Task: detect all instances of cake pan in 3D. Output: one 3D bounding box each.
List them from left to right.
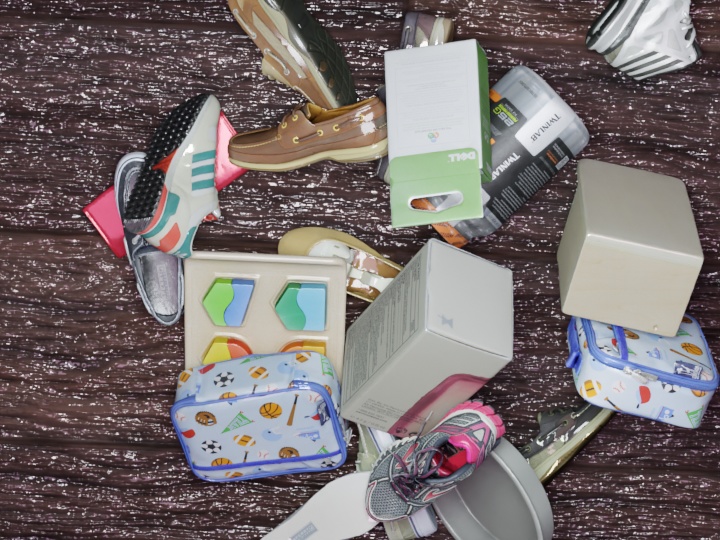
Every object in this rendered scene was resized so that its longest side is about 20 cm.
[{"bbox_3d":[0.147,0.258,1.662,0.037,0.200,0.200,-30,97,-30],"label":"cake pan"}]

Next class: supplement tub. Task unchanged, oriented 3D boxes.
[{"bbox_3d":[0.149,-0.124,1.640,0.200,0.123,0.123,-44,95,4],"label":"supplement tub"}]

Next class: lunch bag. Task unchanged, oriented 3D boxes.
[{"bbox_3d":[-0.109,0.174,1.667,0.200,0.076,0.160,-6,129,8],"label":"lunch bag"},{"bbox_3d":[0.307,0.095,1.620,0.160,0.200,0.076,16,112,-4],"label":"lunch bag"}]

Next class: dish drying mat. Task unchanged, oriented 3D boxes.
[{"bbox_3d":[-0.222,-0.100,1.692,0.200,0.018,0.077,-35,98,2],"label":"dish drying mat"}]

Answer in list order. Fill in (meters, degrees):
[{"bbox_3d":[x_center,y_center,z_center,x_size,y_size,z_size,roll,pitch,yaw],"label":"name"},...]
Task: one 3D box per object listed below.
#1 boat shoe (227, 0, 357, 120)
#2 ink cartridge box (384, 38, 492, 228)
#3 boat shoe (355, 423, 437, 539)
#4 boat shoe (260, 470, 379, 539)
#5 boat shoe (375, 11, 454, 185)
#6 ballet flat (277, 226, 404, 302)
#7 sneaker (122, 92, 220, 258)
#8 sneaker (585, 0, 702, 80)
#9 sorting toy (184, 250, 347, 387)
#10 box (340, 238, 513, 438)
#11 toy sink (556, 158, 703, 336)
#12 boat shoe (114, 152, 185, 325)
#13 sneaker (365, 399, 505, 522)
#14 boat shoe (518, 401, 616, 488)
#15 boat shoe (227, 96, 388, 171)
[{"bbox_3d":[-0.078,-0.250,1.655,0.074,0.076,0.200,-24,107,30],"label":"boat shoe"},{"bbox_3d":[0.085,-0.142,1.566,0.104,0.059,0.200,-5,77,16],"label":"ink cartridge box"},{"bbox_3d":[0.027,0.231,1.707,0.062,0.072,0.200,-23,98,6],"label":"boat shoe"},{"bbox_3d":[-0.036,0.295,1.701,0.200,0.069,0.072,-42,83,17],"label":"boat shoe"},{"bbox_3d":[0.050,-0.198,1.661,0.065,0.072,0.200,20,100,12],"label":"boat shoe"},{"bbox_3d":[0.000,0.000,1.683,0.200,0.063,0.069,20,94,-3],"label":"ballet flat"},{"bbox_3d":[-0.193,-0.104,1.640,0.093,0.070,0.200,42,53,-36],"label":"sneaker"},{"bbox_3d":[0.360,-0.304,1.655,0.115,0.076,0.201,36,103,-13],"label":"sneaker"},{"bbox_3d":[-0.111,0.071,1.670,0.185,0.036,0.200,2,117,0],"label":"sorting toy"},{"bbox_3d":[0.072,0.081,1.604,0.109,0.128,0.200,21,139,-19],"label":"box"},{"bbox_3d":[0.297,-0.026,1.638,0.130,0.200,0.112,12,119,-2],"label":"toy sink"},{"bbox_3d":[-0.238,-0.035,1.659,0.072,0.068,0.200,-8,103,-4],"label":"boat shoe"},{"bbox_3d":[0.068,0.214,1.582,0.081,0.075,0.200,45,124,1],"label":"sneaker"},{"bbox_3d":[0.231,0.192,1.702,0.201,0.072,0.066,-46,75,2],"label":"boat shoe"},{"bbox_3d":[-0.058,-0.157,1.628,0.200,0.072,0.068,-5,117,19],"label":"boat shoe"}]
